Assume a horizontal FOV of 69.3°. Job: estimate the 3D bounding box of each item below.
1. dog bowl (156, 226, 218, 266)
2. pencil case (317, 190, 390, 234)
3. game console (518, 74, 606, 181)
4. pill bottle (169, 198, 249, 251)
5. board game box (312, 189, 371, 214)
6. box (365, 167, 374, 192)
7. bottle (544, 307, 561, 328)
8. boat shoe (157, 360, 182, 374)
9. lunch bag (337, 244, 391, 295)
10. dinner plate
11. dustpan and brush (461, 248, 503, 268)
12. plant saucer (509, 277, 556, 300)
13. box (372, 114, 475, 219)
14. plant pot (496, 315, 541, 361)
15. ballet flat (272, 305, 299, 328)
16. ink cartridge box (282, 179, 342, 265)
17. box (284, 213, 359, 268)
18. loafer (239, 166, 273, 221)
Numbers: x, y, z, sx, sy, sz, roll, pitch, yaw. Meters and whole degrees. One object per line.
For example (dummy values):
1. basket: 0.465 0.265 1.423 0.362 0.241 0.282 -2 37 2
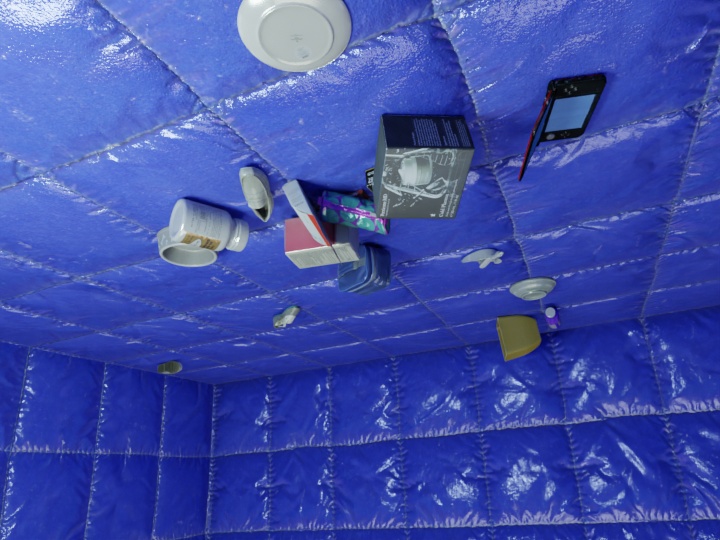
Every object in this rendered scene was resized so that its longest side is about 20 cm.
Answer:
1. dog bowl: -0.530 -0.071 1.614 0.194 0.060 0.201 -4 158 -2
2. pencil case: -0.012 -0.155 1.379 0.194 0.088 0.092 12 180 11
3. game console: 0.428 -0.299 1.119 0.167 0.122 0.201 -6 159 6
4. pill bottle: -0.414 -0.117 1.438 0.196 0.118 0.113 14 153 -38
5. board game box: -0.061 -0.175 1.485 0.195 0.020 0.103 -13 157 22
6. box: 0.124 -0.221 1.360 0.156 0.051 0.199 -18 155 25
7. bottle: 0.953 0.231 2.585 0.064 0.086 0.199 -12 158 23
8. boat shoe: -1.143 0.588 3.159 0.195 0.077 0.068 -8 166 31
9. lunch bag: 0.000 0.000 1.773 0.130 0.140 0.198 12 155 -35
10. dinner plate: -0.112 -0.407 0.890 0.194 0.025 0.201 -3 159 -1
11. dustpan and brush: 0.454 -0.046 1.838 0.135 0.059 0.201 1 158 -12
12. plant saucer: 0.743 0.087 2.237 0.194 0.052 0.201 -4 159 -2
13. box: 0.132 -0.229 1.168 0.190 0.126 0.203 0 139 -5
14. plant pot: 0.827 0.341 2.709 0.194 0.200 0.196 -12 158 8
15. ballet flat: -0.334 0.218 2.364 0.066 0.066 0.198 12 153 -36
16. ink cartridge box: -0.124 -0.116 1.355 0.056 0.203 0.163 -25 148 4
17. box: -0.110 -0.090 1.515 0.194 0.112 0.128 -8 158 12
18. loafer: -0.262 -0.194 1.332 0.068 0.072 0.201 -6 158 6
